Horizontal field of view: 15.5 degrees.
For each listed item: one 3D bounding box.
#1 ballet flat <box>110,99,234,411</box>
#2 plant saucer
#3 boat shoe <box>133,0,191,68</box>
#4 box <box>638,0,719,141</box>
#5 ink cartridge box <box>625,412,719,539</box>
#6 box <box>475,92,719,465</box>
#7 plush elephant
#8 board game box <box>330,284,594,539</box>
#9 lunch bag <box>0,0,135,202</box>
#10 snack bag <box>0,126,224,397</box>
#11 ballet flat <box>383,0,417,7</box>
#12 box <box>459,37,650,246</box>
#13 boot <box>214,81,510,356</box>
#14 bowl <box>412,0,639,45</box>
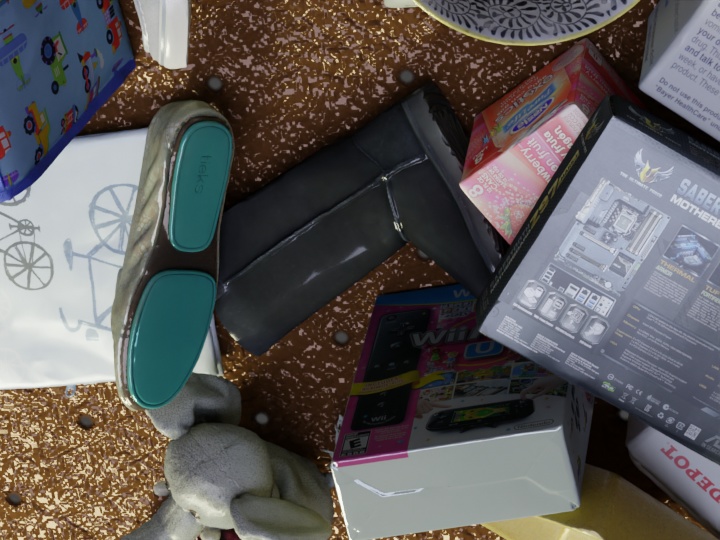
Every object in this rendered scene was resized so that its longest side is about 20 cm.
[{"bbox_3d":[-0.123,-0.011,1.692,0.067,0.062,0.201,10,98,-36],"label":"ballet flat"},{"bbox_3d":[0.142,0.159,1.700,0.199,0.049,0.200,14,166,46],"label":"plant saucer"},{"bbox_3d":[-0.141,-0.217,1.603,0.068,0.072,0.201,-6,118,0],"label":"boat shoe"},{"bbox_3d":[0.293,-0.152,1.553,0.183,0.105,0.200,32,119,-8],"label":"box"},{"bbox_3d":[0.288,0.084,1.693,0.145,0.088,0.200,41,116,-13],"label":"ink cartridge box"},{"bbox_3d":[0.191,0.011,1.572,0.199,0.051,0.158,28,110,-9],"label":"box"},{"bbox_3d":[-0.089,0.159,1.750,0.200,0.165,0.155,-48,143,12],"label":"plush elephant"},{"bbox_3d":[0.070,0.080,1.662,0.147,0.200,0.065,-9,116,14],"label":"board game box"},{"bbox_3d":[-0.214,-0.143,1.588,0.094,0.200,0.151,-8,116,13],"label":"lunch bag"},{"bbox_3d":[-0.202,-0.003,1.766,0.199,0.021,0.189,-5,117,12],"label":"snack bag"},{"bbox_3d":[0.009,-0.200,1.604,0.199,0.068,0.072,26,140,-5],"label":"ballet flat"},{"bbox_3d":[0.162,-0.028,1.645,0.095,0.103,0.200,-35,109,24],"label":"box"},{"bbox_3d":[0.000,-0.001,1.686,0.200,0.066,0.165,-31,78,20],"label":"boot"},{"bbox_3d":[0.088,-0.235,1.533,0.200,0.094,0.202,-2,101,-10],"label":"bowl"}]
